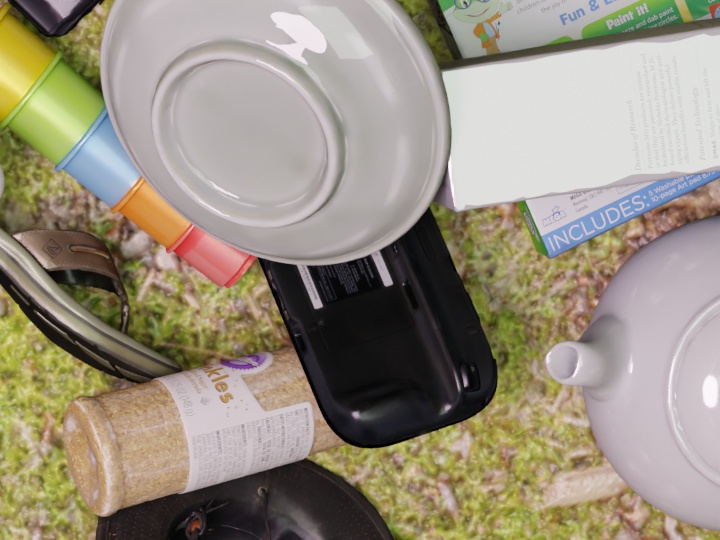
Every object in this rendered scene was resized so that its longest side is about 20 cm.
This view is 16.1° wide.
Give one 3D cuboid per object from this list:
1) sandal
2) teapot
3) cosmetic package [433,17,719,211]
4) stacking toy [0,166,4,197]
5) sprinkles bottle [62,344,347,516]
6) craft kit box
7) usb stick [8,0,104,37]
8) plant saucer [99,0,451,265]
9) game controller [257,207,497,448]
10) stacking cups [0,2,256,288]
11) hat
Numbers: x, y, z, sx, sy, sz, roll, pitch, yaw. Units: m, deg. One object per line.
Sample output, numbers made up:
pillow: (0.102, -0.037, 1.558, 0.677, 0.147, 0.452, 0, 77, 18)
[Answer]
sandal: (-0.174, -0.004, 1.427, 0.201, 0.080, 0.057, 42, 76, -8)
teapot: (0.227, 0.064, 1.440, 0.199, 0.146, 0.198, -36, 98, -3)
cosmetic package: (0.133, -0.088, 1.392, 0.198, 0.113, 0.082, -10, 96, -3)
stacking toy: (-0.289, -0.043, 1.363, 0.198, 0.146, 0.147, -7, 96, 2)
sprinkles bottle: (-0.063, 0.081, 1.419, 0.199, 0.068, 0.069, -14, 97, -24)
craft kit box: (0.153, -0.138, 1.465, 0.199, 0.049, 0.199, -24, 100, -4)
usb stick: (-0.223, -0.213, 1.423, 0.200, 0.033, 0.055, 44, 96, -8)
plant saucer: (-0.053, -0.079, 1.331, 0.199, 0.050, 0.201, 12, 127, 16)
game controller: (0.000, 0.000, 1.424, 0.104, 0.042, 0.201, -20, 71, -10)
stacking cups: (-0.141, -0.067, 1.439, 0.200, 0.061, 0.061, 39, 90, -13)
hat: (-0.070, 0.193, 1.442, 0.200, 0.201, 0.081, 29, 131, -8)
